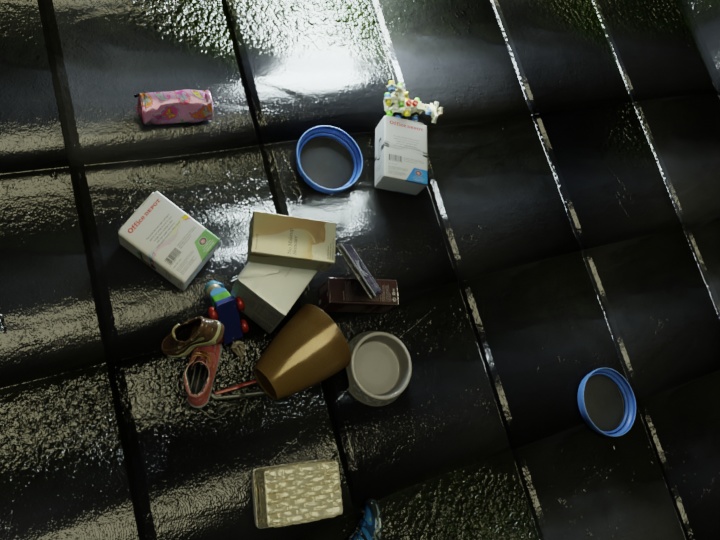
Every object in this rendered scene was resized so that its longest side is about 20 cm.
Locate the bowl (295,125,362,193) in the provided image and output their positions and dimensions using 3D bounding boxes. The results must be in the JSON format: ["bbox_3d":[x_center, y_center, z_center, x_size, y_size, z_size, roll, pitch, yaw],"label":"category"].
[{"bbox_3d":[-0.093,-0.317,1.713,0.197,0.039,0.204,6,71,-19],"label":"bowl"}]

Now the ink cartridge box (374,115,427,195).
[{"bbox_3d":[0.121,-0.344,1.784,0.143,0.084,0.204,8,70,-18],"label":"ink cartridge box"}]

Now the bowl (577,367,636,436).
[{"bbox_3d":[0.747,0.401,1.809,0.197,0.039,0.204,6,72,-19],"label":"bowl"}]

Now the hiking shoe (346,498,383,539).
[{"bbox_3d":[0.001,0.654,1.431,0.085,0.074,0.203,14,69,-16],"label":"hiking shoe"}]

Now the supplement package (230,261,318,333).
[{"bbox_3d":[-0.210,0.021,1.482,0.146,0.200,0.192,37,64,-5],"label":"supplement package"}]

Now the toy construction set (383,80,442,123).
[{"bbox_3d":[0.154,-0.509,1.822,0.197,0.131,0.094,15,69,-15],"label":"toy construction set"}]

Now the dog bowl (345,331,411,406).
[{"bbox_3d":[0.048,0.256,1.584,0.197,0.059,0.204,7,71,-19],"label":"dog bowl"}]

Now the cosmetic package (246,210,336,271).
[{"bbox_3d":[-0.159,-0.066,1.378,0.196,0.071,0.107,6,71,-18],"label":"cosmetic package"}]

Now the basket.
[{"bbox_3d":[-0.146,0.521,1.391,0.196,0.123,0.138,-2,73,-20],"label":"basket"}]

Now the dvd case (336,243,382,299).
[{"bbox_3d":[0.000,0.000,1.471,0.016,0.200,0.150,-34,87,6],"label":"dvd case"}]

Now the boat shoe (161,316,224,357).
[{"bbox_3d":[-0.405,0.146,1.372,0.075,0.200,0.076,33,45,-43],"label":"boat shoe"}]

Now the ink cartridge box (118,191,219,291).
[{"bbox_3d":[-0.475,-0.073,1.477,0.199,0.084,0.146,37,64,-6],"label":"ink cartridge box"}]

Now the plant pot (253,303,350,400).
[{"bbox_3d":[-0.156,0.216,1.444,0.199,0.186,0.187,-37,88,-28],"label":"plant pot"}]

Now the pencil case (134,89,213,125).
[{"bbox_3d":[-0.494,-0.435,1.586,0.197,0.087,0.089,-12,78,-22],"label":"pencil case"}]

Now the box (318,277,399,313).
[{"bbox_3d":[-0.007,0.069,1.600,0.197,0.100,0.076,2,72,-21],"label":"box"}]

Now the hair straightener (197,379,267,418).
[{"bbox_3d":[-0.298,0.316,1.444,0.197,0.041,0.078,-10,77,-23],"label":"hair straightener"}]

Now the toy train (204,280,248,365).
[{"bbox_3d":[-0.334,0.129,1.467,0.084,0.203,0.116,-21,41,-24],"label":"toy train"}]

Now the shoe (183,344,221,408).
[{"bbox_3d":[-0.371,0.216,1.407,0.070,0.091,0.203,8,61,-8],"label":"shoe"}]
